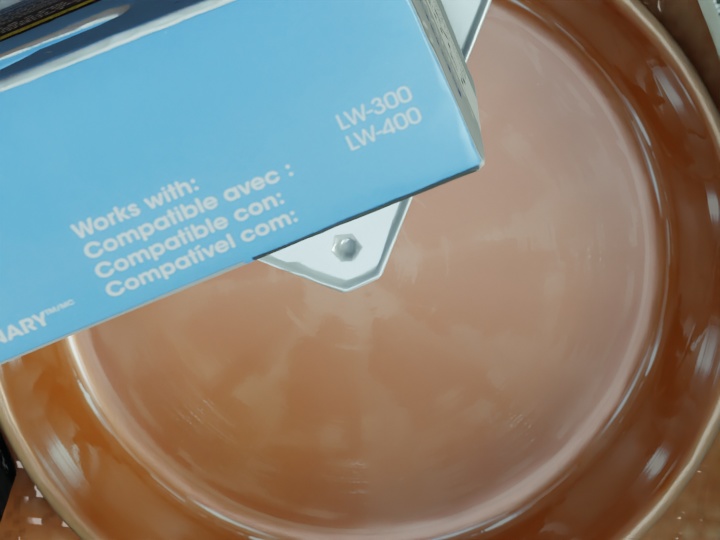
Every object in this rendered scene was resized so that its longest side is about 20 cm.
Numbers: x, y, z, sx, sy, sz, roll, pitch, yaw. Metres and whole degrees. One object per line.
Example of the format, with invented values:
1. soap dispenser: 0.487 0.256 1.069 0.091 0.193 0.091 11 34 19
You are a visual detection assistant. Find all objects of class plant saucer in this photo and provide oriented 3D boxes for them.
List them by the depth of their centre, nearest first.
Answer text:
1. plant saucer: 0.000 0.000 0.760 0.200 0.032 0.201 0 105 0

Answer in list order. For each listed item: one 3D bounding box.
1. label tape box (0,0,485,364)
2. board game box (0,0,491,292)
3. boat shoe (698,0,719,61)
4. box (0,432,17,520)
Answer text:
1. label tape box: -0.051 -0.025 0.605 0.143 0.200 0.066 -22 101 5
2. board game box: -0.054 -0.121 0.700 0.200 0.026 0.200 21 101 -3
3. boat shoe: 0.120 -0.053 0.663 0.072 0.061 0.201 -30 92 -20
4. box: -0.161 0.092 0.697 0.143 0.200 0.036 -21 105 6
